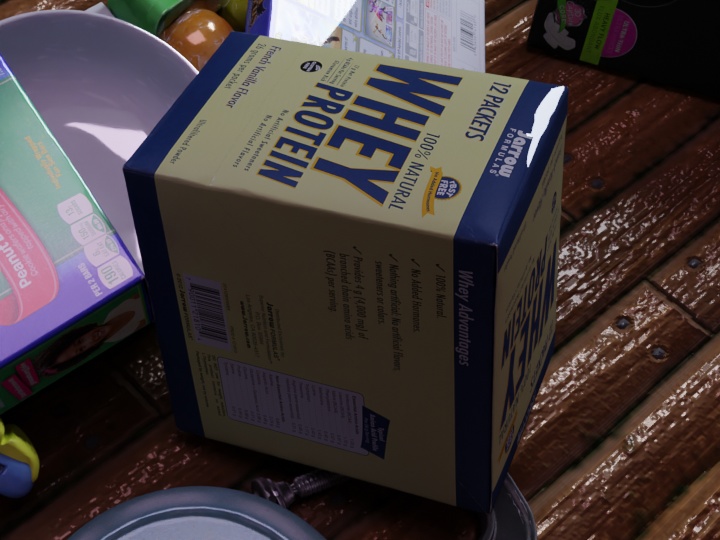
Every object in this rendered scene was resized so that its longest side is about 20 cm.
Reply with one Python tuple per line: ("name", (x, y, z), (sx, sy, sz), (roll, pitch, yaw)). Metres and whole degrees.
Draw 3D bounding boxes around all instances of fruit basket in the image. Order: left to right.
("fruit basket", (-0.084, -0.159, 0.992), (0.200, 0.094, 0.185), (42, 56, 5))

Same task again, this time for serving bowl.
("serving bowl", (-0.175, -0.054, 0.827), (0.197, 0.066, 0.203), (9, 66, -21))

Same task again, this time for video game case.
("video game case", (0.005, -0.150, 0.952), (0.180, 0.045, 0.202), (22, 51, -25))

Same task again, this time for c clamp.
("c clamp", (0.015, 0.132, 0.795), (0.198, 0.027, 0.172), (-23, 63, -27))

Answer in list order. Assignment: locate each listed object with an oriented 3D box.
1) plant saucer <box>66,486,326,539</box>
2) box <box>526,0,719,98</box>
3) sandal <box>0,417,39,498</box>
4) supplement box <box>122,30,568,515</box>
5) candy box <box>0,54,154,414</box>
("plant saucer", (-0.088, 0.201, 0.702), (0.197, 0.028, 0.202), (1, 57, -2))
("box", (0.248, -0.240, 1.050), (0.197, 0.149, 0.125), (16, 49, 4))
("sandal", (-0.279, 0.099, 0.754), (0.197, 0.079, 0.088), (15, 83, -4))
("supplement box", (0.000, 0.000, 0.749), (0.197, 0.202, 0.135), (12, 44, 18))
("candy box", (-0.234, 0.001, 0.697), (0.199, 0.077, 0.170), (-33, 74, -13))
